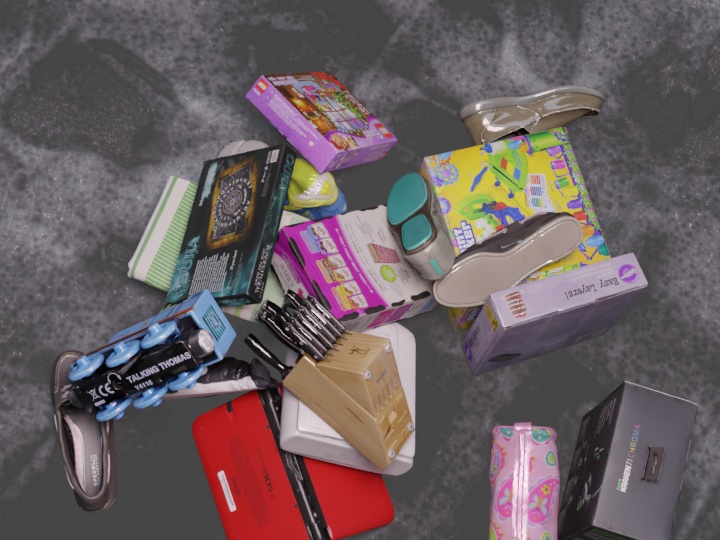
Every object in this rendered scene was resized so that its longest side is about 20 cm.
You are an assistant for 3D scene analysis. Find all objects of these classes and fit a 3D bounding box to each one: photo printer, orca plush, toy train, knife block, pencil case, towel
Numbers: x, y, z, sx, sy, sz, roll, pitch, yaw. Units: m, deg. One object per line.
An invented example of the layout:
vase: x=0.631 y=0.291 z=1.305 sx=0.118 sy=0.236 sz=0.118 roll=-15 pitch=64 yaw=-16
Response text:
photo printer: x=-0.013 y=0.133 z=1.540 sx=0.166 sy=0.069 sz=0.201 roll=16 pitch=54 yaw=-20
orca plush: x=-0.186 y=0.110 z=1.515 sx=0.105 sy=0.200 sz=0.071 roll=5 pitch=78 yaw=-44
toy train: x=-0.241 y=0.100 z=1.462 sx=0.200 sy=0.114 sz=0.087 roll=-24 pitch=107 yaw=24
knife block: x=-0.042 y=0.119 z=1.457 sx=0.175 sy=0.200 sz=0.064 roll=9 pitch=40 yaw=34
pencil case: x=0.194 y=0.285 z=1.533 sx=0.087 sy=0.087 sz=0.201 roll=7 pitch=69 yaw=-4
towel: x=-0.171 y=-0.025 z=1.582 sx=0.199 sy=0.023 sz=0.153 roll=18 pitch=67 yaw=9

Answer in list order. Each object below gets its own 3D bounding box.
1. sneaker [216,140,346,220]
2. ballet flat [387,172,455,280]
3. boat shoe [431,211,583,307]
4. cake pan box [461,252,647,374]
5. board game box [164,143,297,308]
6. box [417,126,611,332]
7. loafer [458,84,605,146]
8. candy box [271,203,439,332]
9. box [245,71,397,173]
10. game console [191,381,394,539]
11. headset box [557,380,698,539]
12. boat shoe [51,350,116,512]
sneaker: x=-0.098 y=-0.103 z=1.639 sx=0.200 sy=0.105 sz=0.076 roll=23 pitch=78 yaw=41
ballet flat: x=0.073 y=-0.048 z=1.536 sx=0.067 sy=0.200 sz=0.064 roll=-33 pitch=116 yaw=13
boat shoe: x=0.170 y=-0.014 z=1.532 sx=0.199 sy=0.057 sz=0.067 roll=-25 pitch=111 yaw=-10
cake pan box: x=0.236 y=0.054 z=1.567 sx=0.199 sy=0.184 sz=0.052 roll=-16 pitch=73 yaw=-11
board game box: x=-0.153 y=-0.050 z=1.526 sx=0.135 sy=0.028 sz=0.201 roll=-7 pitch=60 yaw=37
box: x=0.188 y=-0.052 z=1.632 sx=0.192 sy=0.122 sz=0.201 roll=-13 pitch=73 yaw=-11
loafer: x=0.233 y=-0.201 z=1.725 sx=0.199 sy=0.075 sz=0.070 roll=-10 pitch=83 yaw=-5
candy box: x=0.000 y=0.000 z=1.552 sx=0.200 sy=0.061 sz=0.137 roll=-14 pitch=67 yaw=-39
box: x=-0.045 y=-0.192 z=1.629 sx=0.137 sy=0.200 sz=0.039 roll=46 pitch=113 yaw=9
game console: x=-0.083 y=0.242 z=1.552 sx=0.172 sy=0.119 sz=0.201 roll=-27 pitch=72 yaw=17
headset box: x=0.308 y=0.241 z=1.501 sx=0.092 sy=0.200 sz=0.175 roll=18 pitch=69 yaw=0
boat shoe: x=-0.324 y=0.184 z=1.516 sx=0.067 sy=0.057 sz=0.201 roll=-11 pitch=72 yaw=-10
